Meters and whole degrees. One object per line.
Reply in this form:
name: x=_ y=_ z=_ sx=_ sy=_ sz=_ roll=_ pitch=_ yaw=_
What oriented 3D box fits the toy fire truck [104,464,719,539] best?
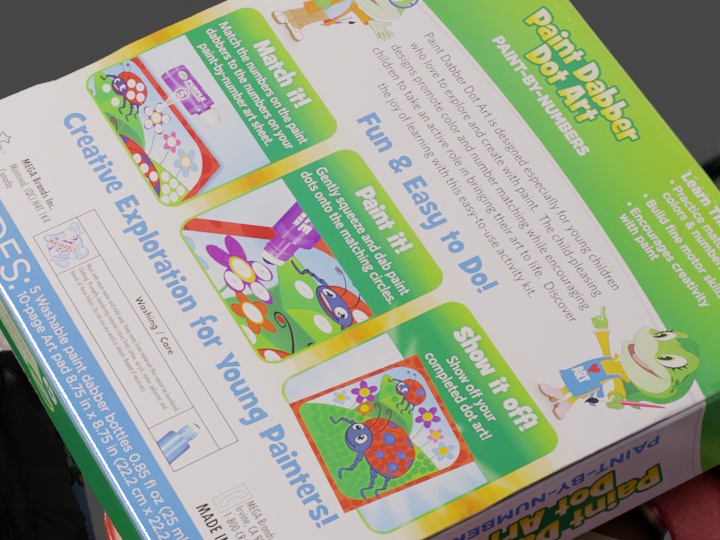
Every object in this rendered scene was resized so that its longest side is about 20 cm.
toy fire truck: x=0.035 y=0.071 z=0.856 sx=0.168 sy=0.112 sz=0.200 roll=-47 pitch=62 yaw=1

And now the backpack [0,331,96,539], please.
backpack: x=-0.189 y=0.048 z=0.985 sx=0.182 sy=0.134 sz=0.201 roll=-26 pitch=72 yaw=30

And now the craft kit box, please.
craft kit box: x=0.000 y=0.000 z=0.832 sx=0.197 sy=0.049 sz=0.200 roll=-26 pitch=57 yaw=-12
